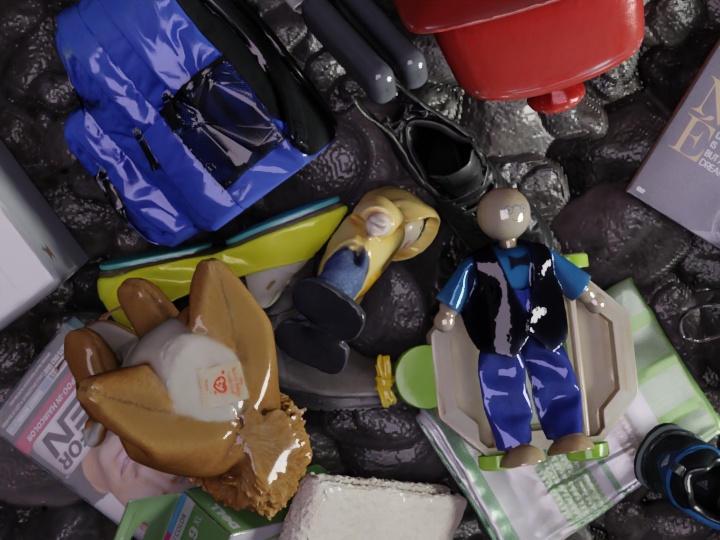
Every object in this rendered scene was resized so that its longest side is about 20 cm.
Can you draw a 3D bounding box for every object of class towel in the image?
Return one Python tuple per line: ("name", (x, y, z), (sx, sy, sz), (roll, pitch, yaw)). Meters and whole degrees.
("towel", (-0.003, 0.217, 1.590), (0.034, 0.200, 0.133), (25, 96, 37))
("towel", (0.162, 0.117, 1.639), (0.200, 0.031, 0.149), (-33, 95, -3))

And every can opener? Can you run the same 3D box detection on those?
("can opener", (-0.019, -0.197, 1.557), (0.053, 0.067, 0.200), (-26, 51, -13))

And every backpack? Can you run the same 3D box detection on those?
("backpack", (-0.137, -0.130, 1.560), (0.168, 0.163, 0.200), (-36, 95, 6))

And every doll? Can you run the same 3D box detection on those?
("doll", (0.121, 0.038, 1.559), (0.136, 0.048, 0.201), (-12, 89, -18))

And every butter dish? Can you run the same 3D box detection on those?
("butter dish", (0.130, -0.185, 1.563), (0.199, 0.200, 0.148), (-16, 118, 1))

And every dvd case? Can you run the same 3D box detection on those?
("dvd case", (0.318, -0.107, 1.635), (0.149, 0.016, 0.200), (31, 94, -2))

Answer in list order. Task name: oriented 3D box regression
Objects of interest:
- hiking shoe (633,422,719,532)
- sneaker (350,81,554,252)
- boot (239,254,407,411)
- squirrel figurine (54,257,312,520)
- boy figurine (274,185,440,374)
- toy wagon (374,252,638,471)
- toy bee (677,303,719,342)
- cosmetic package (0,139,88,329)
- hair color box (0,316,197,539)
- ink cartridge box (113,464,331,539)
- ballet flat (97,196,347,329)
("hiking shoe", (0.302, 0.185, 1.615), (0.200, 0.087, 0.075), (22, 97, -16))
("sneaker", (0.072, -0.069, 1.593), (0.060, 0.104, 0.200), (-43, 94, 3))
("boot", (-0.037, 0.042, 1.626), (0.199, 0.068, 0.131), (-1, 89, -1))
("squirrel figurine", (-0.129, 0.100, 1.518), (0.200, 0.187, 0.142), (44, 65, -18))
("boy figurine", (0.000, 0.000, 1.567), (0.064, 0.200, 0.125), (29, 122, 7))
("toy wagon", (0.107, 0.071, 1.600), (0.199, 0.040, 0.156), (-6, 88, -7))
("toy bee", (0.320, 0.036, 1.604), (0.131, 0.109, 0.200), (-17, 135, 19))
("cosmetic package", (-0.335, -0.007, 1.568), (0.200, 0.166, 0.168), (-36, 95, 4))
("hair color box", (-0.174, 0.136, 1.634), (0.200, 0.061, 0.099), (37, 94, -4))
("ink cartridge box", (-0.096, 0.212, 1.566), (0.059, 0.200, 0.104), (38, 117, 33))
("ballet flat", (-0.097, 0.001, 1.585), (0.200, 0.067, 0.067), (-16, 95, 9))
